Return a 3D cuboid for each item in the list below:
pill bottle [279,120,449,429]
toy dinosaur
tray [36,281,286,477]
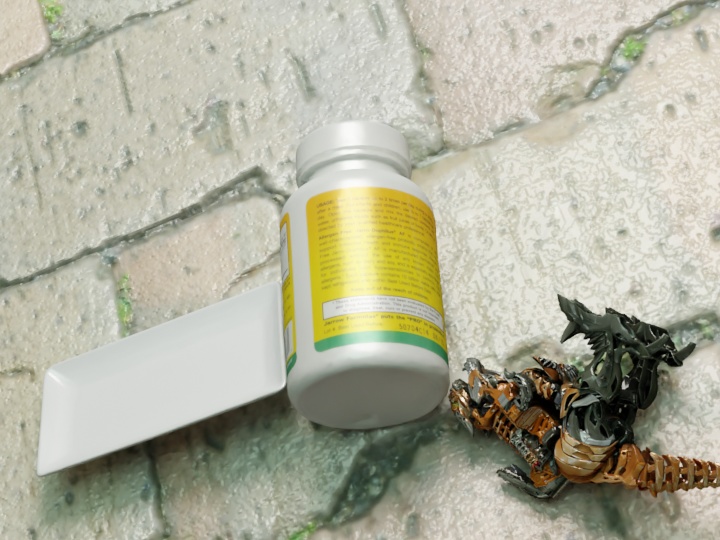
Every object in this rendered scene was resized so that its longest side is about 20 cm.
[{"bbox_3d":[0.000,0.000,1.254,0.112,0.113,0.200,-11,60,12],"label":"pill bottle"},{"bbox_3d":[0.156,0.095,1.181,0.200,0.102,0.136,21,93,11],"label":"toy dinosaur"},{"bbox_3d":[-0.141,0.083,1.286,0.200,0.022,0.108,-21,44,14],"label":"tray"}]
